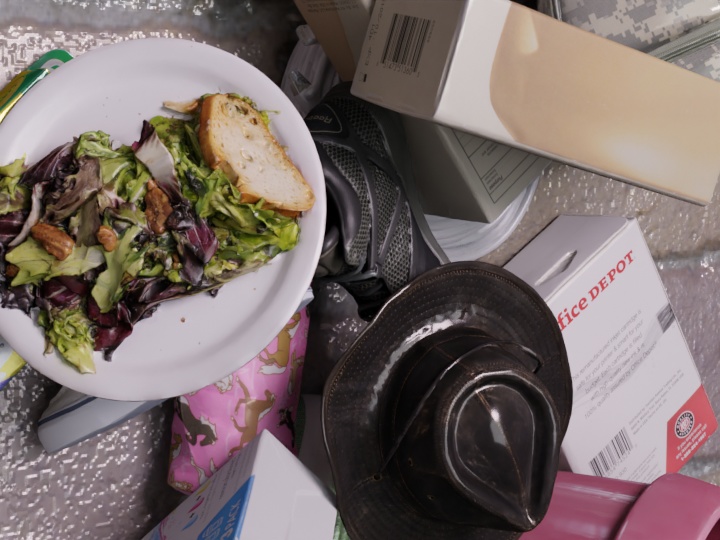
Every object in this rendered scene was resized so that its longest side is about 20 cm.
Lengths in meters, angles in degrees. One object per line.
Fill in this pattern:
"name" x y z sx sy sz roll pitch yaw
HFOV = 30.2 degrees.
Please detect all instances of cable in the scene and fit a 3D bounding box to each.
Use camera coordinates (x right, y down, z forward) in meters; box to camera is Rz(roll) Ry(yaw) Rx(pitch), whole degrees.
"cable" 0.037 -0.099 0.914 0.198 0.069 0.203 -29 111 -29

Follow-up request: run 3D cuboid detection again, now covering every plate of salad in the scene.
"plate of salad" -0.117 -0.033 0.709 0.197 0.048 0.204 -1 77 5

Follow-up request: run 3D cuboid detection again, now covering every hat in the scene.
"hat" 0.074 0.101 0.789 0.198 0.081 0.204 -9 107 -30

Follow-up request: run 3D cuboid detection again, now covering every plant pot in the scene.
"plant pot" 0.150 0.221 0.910 0.199 0.177 0.203 -33 131 -48

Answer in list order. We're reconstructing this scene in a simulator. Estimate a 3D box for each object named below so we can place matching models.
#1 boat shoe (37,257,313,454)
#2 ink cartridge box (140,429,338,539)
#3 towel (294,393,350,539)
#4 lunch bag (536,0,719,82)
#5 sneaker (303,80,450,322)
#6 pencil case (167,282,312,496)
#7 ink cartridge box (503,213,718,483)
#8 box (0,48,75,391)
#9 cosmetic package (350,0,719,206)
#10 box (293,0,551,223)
"boat shoe" -0.125 0.029 0.773 0.087 0.201 0.074 60 27 6
"ink cartridge box" -0.107 0.200 0.776 0.068 0.115 0.200 42 110 -13
"towel" 0.013 0.167 0.948 0.198 0.031 0.152 9 91 -35
"lunch bag" 0.186 -0.171 0.927 0.138 0.200 0.170 -25 98 9
"sneaker" 0.000 0.000 0.807 0.114 0.075 0.202 -46 126 -42
"pencil case" -0.072 0.048 0.847 0.083 0.085 0.204 3 94 -71
"ink cartridge box" 0.172 0.078 1.016 0.146 0.082 0.202 -39 115 -26
"box" -0.201 -0.024 0.769 0.201 0.048 0.118 -51 119 -21
"cosmetic package" 0.106 -0.101 0.755 0.198 0.105 0.072 13 98 -31
"box" 0.042 -0.136 0.821 0.095 0.077 0.201 -43 118 -22
